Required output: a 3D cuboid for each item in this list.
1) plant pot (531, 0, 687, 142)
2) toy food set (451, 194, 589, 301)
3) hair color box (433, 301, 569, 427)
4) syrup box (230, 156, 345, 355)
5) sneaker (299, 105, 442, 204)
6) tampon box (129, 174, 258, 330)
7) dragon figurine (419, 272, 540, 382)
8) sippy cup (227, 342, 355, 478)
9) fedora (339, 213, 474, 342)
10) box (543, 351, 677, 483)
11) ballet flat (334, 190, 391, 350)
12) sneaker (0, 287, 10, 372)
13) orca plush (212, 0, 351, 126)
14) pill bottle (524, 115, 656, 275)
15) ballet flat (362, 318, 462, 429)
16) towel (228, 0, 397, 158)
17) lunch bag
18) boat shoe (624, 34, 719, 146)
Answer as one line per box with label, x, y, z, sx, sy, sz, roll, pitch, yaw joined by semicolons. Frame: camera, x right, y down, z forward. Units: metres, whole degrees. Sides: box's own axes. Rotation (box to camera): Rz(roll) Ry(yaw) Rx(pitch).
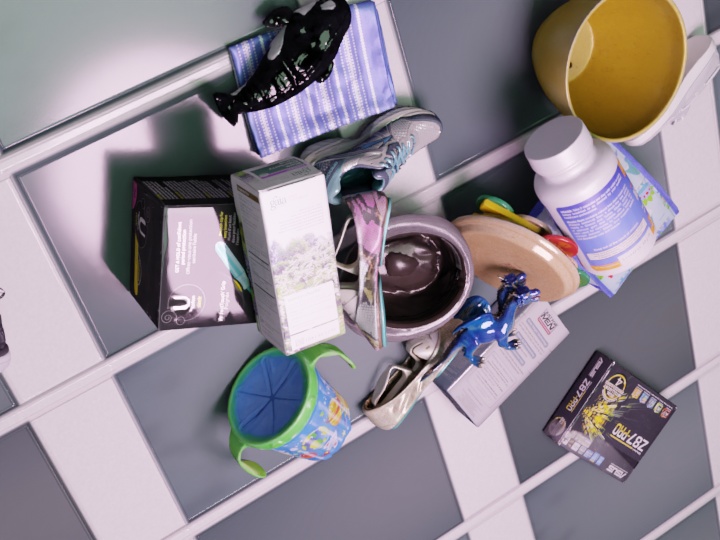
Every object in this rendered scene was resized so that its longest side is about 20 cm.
plant pot;0.310;-0.286;1.407;0.199;0.142;0.201;-11;116;-25
toy food set;0.212;-0.022;1.434;0.199;0.198;0.049;30;70;-1
hair color box;0.204;0.122;1.566;0.200;0.061;0.099;-44;125;-6
syrup box;-0.079;-0.017;1.177;0.078;0.081;0.201;-19;117;-24
sneaker;0.025;-0.135;1.332;0.199;0.086;0.078;-26;139;-15
tampon box;-0.160;-0.027;1.254;0.199;0.126;0.151;-3;111;-28
dragon figurine;0.155;0.074;1.432;0.199;0.059;0.100;-23;121;11
sippy cup;-0.083;0.186;1.393;0.177;0.140;0.130;-23;142;25
fedora;0.049;0.000;1.406;0.199;0.090;0.178;-8;113;-19
box;0.412;0.244;1.743;0.200;0.049;0.162;33;94;-36
ballet flat;0.000;0.000;1.303;0.071;0.069;0.201;0;106;-3
sneaker;-0.480;0.065;1.143;0.199;0.075;0.115;-6;112;-34
orca plush;-0.081;-0.244;1.225;0.199;0.071;0.106;-32;119;-14
pill bottle;0.293;-0.098;1.363;0.112;0.112;0.200;-43;121;-8
ballet flat;0.076;0.137;1.498;0.062;0.067;0.200;36;89;-26
towel;-0.053;-0.234;1.293;0.199;0.024;0.146;-23;119;-20
lunch bag;0.332;-0.087;1.513;0.170;0.127;0.200;-53;135;0
boat shoe;0.460;-0.253;1.559;0.068;0.072;0.200;43;77;-35
